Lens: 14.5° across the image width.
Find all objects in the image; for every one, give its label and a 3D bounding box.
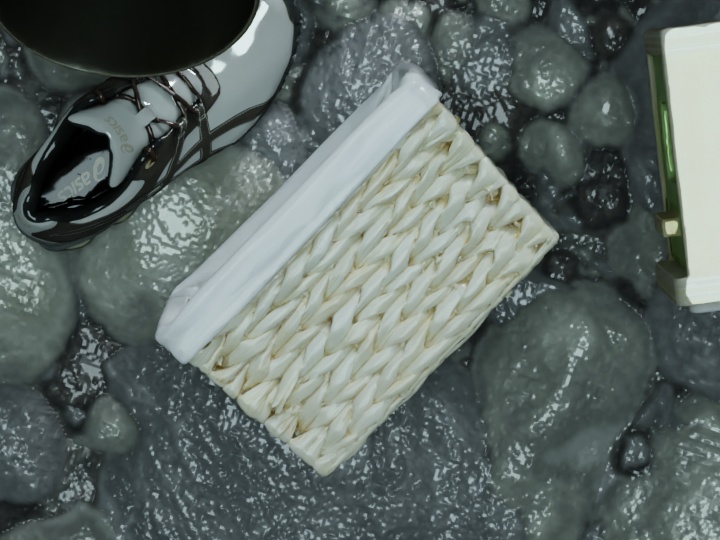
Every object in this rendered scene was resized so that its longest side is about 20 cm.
[{"bbox_3d":[0.000,0.000,1.536,0.200,0.136,0.123,-45,96,4],"label":"basket"},{"bbox_3d":[-0.110,-0.084,1.551,0.078,0.094,0.200,45,93,-1],"label":"golf shoe"},{"bbox_3d":[-0.108,-0.228,1.489,0.135,0.180,0.201,22,60,-21],"label":"basket"},{"bbox_3d":[0.214,-0.036,1.526,0.111,0.130,0.202,-7,95,2],"label":"toy sink"}]
